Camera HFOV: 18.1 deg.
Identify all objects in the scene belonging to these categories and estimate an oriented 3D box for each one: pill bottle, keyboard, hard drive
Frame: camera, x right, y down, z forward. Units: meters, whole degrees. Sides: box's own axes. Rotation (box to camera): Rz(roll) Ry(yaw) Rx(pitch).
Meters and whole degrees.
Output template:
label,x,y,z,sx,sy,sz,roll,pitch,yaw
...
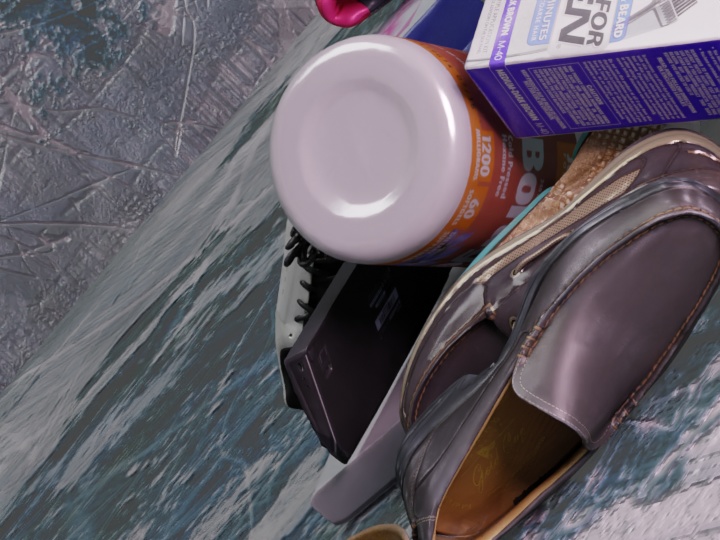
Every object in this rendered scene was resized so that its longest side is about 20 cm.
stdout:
label,x,y,z,sx,sy,sz,roll,pitch,yaw
pill bottle,0.049,-0.058,1.168,0.112,0.112,0.200,-43,-20,23
keyboard,0.000,0.000,1.209,0.020,0.128,0.200,-5,29,24
hard drive,0.043,0.047,1.254,0.132,0.027,0.200,-42,11,26

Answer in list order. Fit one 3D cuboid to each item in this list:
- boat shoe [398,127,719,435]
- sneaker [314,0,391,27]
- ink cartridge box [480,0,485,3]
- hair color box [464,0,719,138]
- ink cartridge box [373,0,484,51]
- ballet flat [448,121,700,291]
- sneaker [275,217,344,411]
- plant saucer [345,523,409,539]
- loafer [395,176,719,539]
label,x,y,z,sx,sy,sz,roll,pitch,yaw
boat shoe,0.093,0.015,1.034,0.200,0.074,0.073,-47,10,9
sneaker,0.041,-0.225,1.401,0.200,0.080,0.075,-46,22,41
ink cartridge box,0.137,-0.223,1.226,0.084,0.145,0.201,33,93,40
hair color box,0.156,-0.128,1.037,0.199,0.065,0.110,-3,56,32
ink cartridge box,0.061,-0.165,1.393,0.196,0.043,0.200,-48,8,-7
ballet flat,0.123,-0.032,1.110,0.200,0.065,0.070,-54,-22,14
sneaker,-0.013,0.001,1.313,0.080,0.073,0.201,-75,-10,-49
plant saucer,-0.036,0.198,0.980,0.200,0.035,0.200,-45,10,10
loafer,0.090,0.049,0.953,0.200,0.073,0.072,-54,16,23
